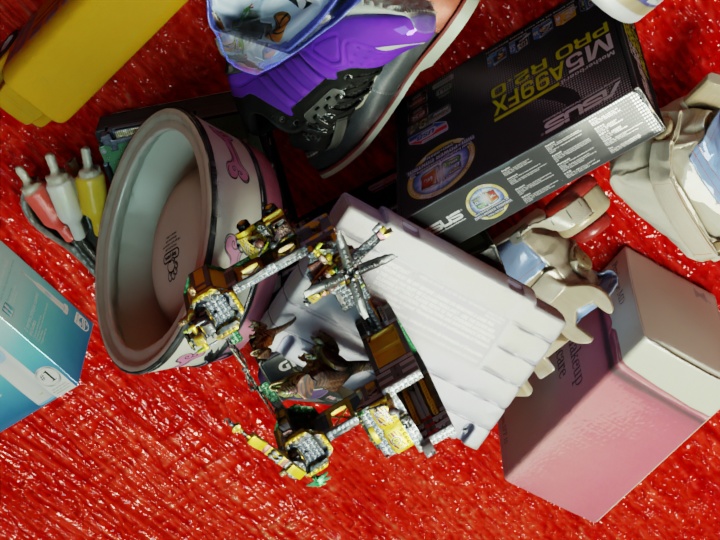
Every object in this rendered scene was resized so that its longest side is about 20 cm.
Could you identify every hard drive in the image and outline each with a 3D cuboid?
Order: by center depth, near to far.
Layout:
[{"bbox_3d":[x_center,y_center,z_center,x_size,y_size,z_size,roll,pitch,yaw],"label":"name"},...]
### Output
[{"bbox_3d":[-0.126,-0.051,1.163,0.138,0.038,0.201,-10,129,8],"label":"hard drive"}]

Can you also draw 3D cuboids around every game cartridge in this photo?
[{"bbox_3d":[0.039,0.038,1.013,0.199,0.038,0.130,28,102,-23],"label":"game cartridge"}]

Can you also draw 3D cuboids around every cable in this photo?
[{"bbox_3d":[-0.226,-0.009,1.161,0.096,0.050,0.201,-11,112,25],"label":"cable"}]

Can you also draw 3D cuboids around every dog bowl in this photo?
[{"bbox_3d":[-0.129,-0.018,1.051,0.073,0.201,0.201,10,131,-33],"label":"dog bowl"}]

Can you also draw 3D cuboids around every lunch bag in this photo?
[{"bbox_3d":[-0.038,-0.251,0.920,0.123,0.171,0.201,18,126,-7],"label":"lunch bag"}]

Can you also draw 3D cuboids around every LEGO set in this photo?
[{"bbox_3d":[-0.026,0.065,0.927,0.153,0.116,0.201,-22,117,-1],"label":"LEGO set"}]

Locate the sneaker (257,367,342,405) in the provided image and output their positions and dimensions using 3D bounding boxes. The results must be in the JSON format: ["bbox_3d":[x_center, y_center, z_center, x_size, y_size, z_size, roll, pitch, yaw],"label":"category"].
[{"bbox_3d":[0.005,0.089,1.269,0.198,0.076,0.088,6,158,-14],"label":"sneaker"}]

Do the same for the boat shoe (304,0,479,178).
[{"bbox_3d":[0.011,-0.155,1.059,0.062,0.071,0.200,32,122,-14],"label":"boat shoe"}]

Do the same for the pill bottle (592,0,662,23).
[{"bbox_3d":[0.221,-0.274,0.930,0.119,0.120,0.200,36,120,-25],"label":"pill bottle"}]

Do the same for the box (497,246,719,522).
[{"bbox_3d":[0.220,0.102,1.226,0.108,0.128,0.200,26,124,-19],"label":"box"}]

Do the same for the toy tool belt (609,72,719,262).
[{"bbox_3d":[0.296,-0.067,1.096,0.199,0.126,0.123,35,129,-26],"label":"toy tool belt"}]

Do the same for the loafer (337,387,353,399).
[{"bbox_3d":[0.001,0.080,1.180,0.199,0.072,0.073,24,164,-8],"label":"loafer"}]

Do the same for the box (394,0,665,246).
[{"bbox_3d":[0.118,-0.115,1.032,0.199,0.161,0.044,-29,123,23],"label":"box"}]

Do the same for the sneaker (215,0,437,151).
[{"bbox_3d":[-0.019,-0.138,1.007,0.199,0.069,0.101,-5,95,44],"label":"sneaker"}]

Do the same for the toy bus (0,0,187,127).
[{"bbox_3d":[-0.203,-0.179,1.034,0.065,0.079,0.200,38,120,-26],"label":"toy bus"}]

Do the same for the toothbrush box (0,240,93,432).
[{"bbox_3d":[-0.357,0.044,1.211,0.146,0.086,0.200,-29,122,22],"label":"toothbrush box"}]

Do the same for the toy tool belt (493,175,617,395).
[{"bbox_3d":[0.154,0.020,1.142,0.123,0.125,0.200,52,131,-1],"label":"toy tool belt"}]

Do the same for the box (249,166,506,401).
[{"bbox_3d":[0.000,0.000,1.095,0.199,0.159,0.046,-27,126,1],"label":"box"}]
